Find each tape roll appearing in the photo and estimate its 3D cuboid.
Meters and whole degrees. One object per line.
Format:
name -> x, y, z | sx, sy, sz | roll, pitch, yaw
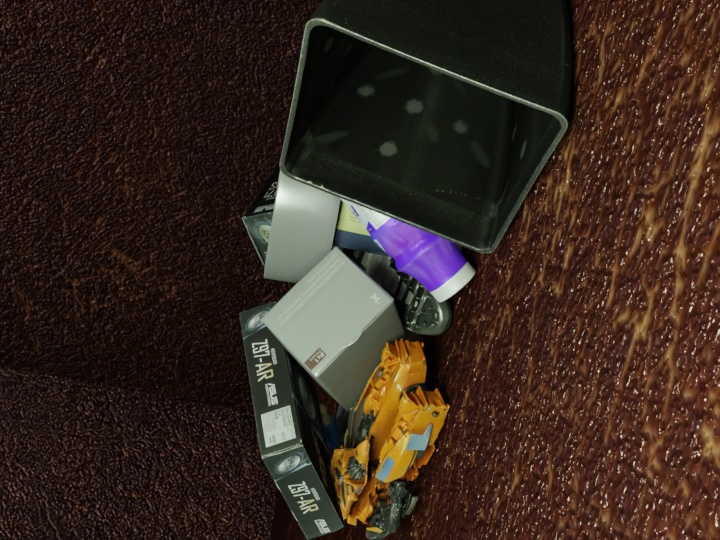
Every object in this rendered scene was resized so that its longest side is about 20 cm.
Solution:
tape roll -> -0.057, -0.085, 1.073 | 0.200, 0.066, 0.201 | -171, 90, -86

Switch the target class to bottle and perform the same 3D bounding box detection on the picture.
bottle -> 0.028, -0.060, 0.938 | 0.065, 0.200, 0.084 | -40, 5, 5

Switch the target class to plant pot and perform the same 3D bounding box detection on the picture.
plant pot -> 0.065, -0.165, 0.821 | 0.200, 0.199, 0.178 | 110, -179, -61

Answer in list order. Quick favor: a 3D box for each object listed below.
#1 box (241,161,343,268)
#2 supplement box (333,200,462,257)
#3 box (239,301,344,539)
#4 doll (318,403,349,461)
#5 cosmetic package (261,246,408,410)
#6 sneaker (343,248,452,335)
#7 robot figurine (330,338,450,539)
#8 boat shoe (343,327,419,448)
box -> -0.031, -0.092, 1.324 | 0.164, 0.199, 0.086 | -65, -40, -51
supplement box -> 0.056, -0.140, 1.073 | 0.200, 0.134, 0.200 | -90, 12, -65
box -> -0.074, 0.158, 1.062 | 0.200, 0.043, 0.161 | -106, -3, -47
doll -> -0.001, 0.170, 1.215 | 0.048, 0.136, 0.201 | 27, 104, 43
cosmetic package -> -0.019, 0.065, 1.011 | 0.107, 0.090, 0.200 | -44, -20, -8
sneaker -> 0.060, 0.011, 1.092 | 0.200, 0.090, 0.067 | 43, 119, 53
robot figurine -> 0.023, 0.175, 1.016 | 0.145, 0.058, 0.200 | -111, 38, -52
boat shoe -> 0.021, 0.140, 1.143 | 0.059, 0.072, 0.201 | 3, 84, 49
